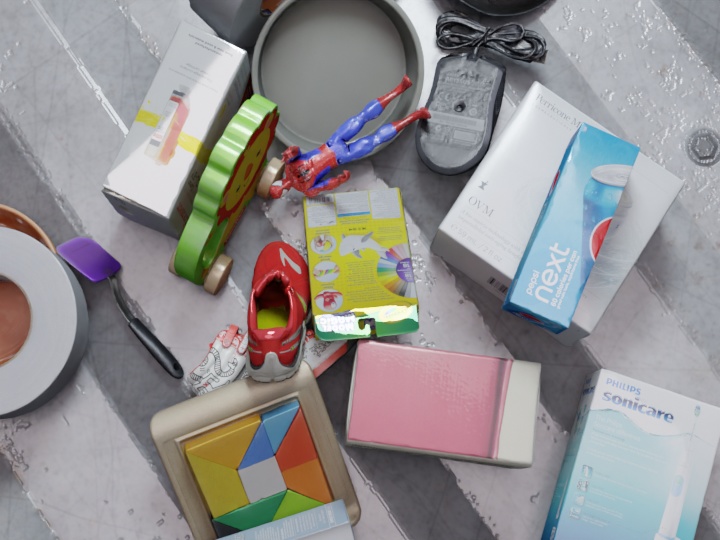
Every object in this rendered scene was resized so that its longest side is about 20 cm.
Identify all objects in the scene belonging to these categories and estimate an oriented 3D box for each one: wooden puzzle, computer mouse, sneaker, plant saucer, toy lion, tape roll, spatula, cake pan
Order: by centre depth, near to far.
[{"bbox_3d":[-0.109,0.217,1.242,0.182,0.037,0.203,-20,107,-4],"label":"wooden puzzle"},{"bbox_3d":[-0.085,0.027,1.243,0.075,0.086,0.202,-2,40,-1],"label":"sneaker"},{"bbox_3d":[-0.144,-0.085,1.244,0.068,0.192,0.202,27,82,3],"label":"toy lion"},{"bbox_3d":[-0.397,0.058,1.249,0.196,0.066,0.204,0,81,-1],"label":"tape roll"},{"bbox_3d":[-0.098,-0.342,1.275,0.066,0.200,0.200,43,82,5],"label":"tape roll"},{"bbox_3d":[-0.096,0.090,1.280,0.201,0.067,0.108,-39,87,-4],"label":"sneaker"},{"bbox_3d":[-0.429,0.025,1.302,0.196,0.032,0.204,0,81,0],"label":"plant saucer"},{"bbox_3d":[-0.263,0.041,1.302,0.020,0.056,0.201,-37,90,34],"label":"spatula"},{"bbox_3d":[-0.026,-0.225,1.309,0.196,0.037,0.204,-3,108,-10],"label":"cake pan"},{"bbox_3d":[0.127,-0.193,1.338,0.136,0.053,0.203,17,75,15],"label":"computer mouse"},{"bbox_3d":[0.020,-0.340,1.359,0.200,0.072,0.073,-44,115,-13],"label":"sneaker"}]

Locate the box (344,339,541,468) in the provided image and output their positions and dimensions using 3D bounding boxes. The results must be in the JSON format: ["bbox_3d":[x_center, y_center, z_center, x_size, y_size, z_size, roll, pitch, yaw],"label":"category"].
[{"bbox_3d":[0.084,0.145,1.245,0.196,0.128,0.111,7,80,-1],"label":"box"}]

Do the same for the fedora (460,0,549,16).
[{"bbox_3d":[0.176,-0.393,1.329,0.197,0.091,0.205,2,84,-18],"label":"fedora"}]

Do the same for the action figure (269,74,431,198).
[{"bbox_3d":[-0.017,-0.136,1.266,0.198,0.099,0.066,-34,98,2],"label":"action figure"}]

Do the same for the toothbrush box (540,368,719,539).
[{"bbox_3d":[0.294,0.226,1.259,0.144,0.085,0.203,17,82,2],"label":"toothbrush box"}]

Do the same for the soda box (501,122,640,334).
[{"bbox_3d":[0.215,-0.042,1.188,0.067,0.064,0.203,23,82,2],"label":"soda box"}]

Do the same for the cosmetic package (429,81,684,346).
[{"bbox_3d":[0.214,-0.060,1.285,0.198,0.123,0.202,34,80,4],"label":"cosmetic package"}]

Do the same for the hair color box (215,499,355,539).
[{"bbox_3d":[-0.096,0.327,1.230,0.197,0.061,0.101,-17,105,-5],"label":"hair color box"}]

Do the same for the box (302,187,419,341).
[{"bbox_3d":[0.000,0.000,1.260,0.115,0.049,0.202,-5,47,-2],"label":"box"}]

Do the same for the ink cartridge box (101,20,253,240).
[{"bbox_3d":[-0.197,-0.147,1.278,0.082,0.145,0.203,24,81,1],"label":"ink cartridge box"}]
